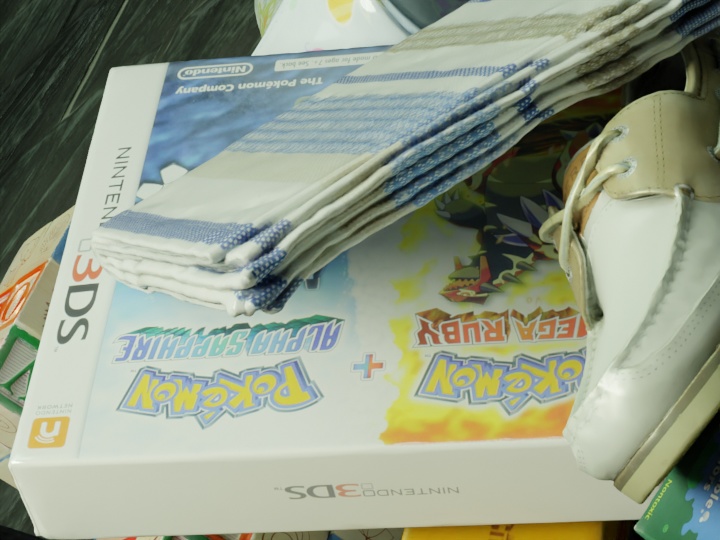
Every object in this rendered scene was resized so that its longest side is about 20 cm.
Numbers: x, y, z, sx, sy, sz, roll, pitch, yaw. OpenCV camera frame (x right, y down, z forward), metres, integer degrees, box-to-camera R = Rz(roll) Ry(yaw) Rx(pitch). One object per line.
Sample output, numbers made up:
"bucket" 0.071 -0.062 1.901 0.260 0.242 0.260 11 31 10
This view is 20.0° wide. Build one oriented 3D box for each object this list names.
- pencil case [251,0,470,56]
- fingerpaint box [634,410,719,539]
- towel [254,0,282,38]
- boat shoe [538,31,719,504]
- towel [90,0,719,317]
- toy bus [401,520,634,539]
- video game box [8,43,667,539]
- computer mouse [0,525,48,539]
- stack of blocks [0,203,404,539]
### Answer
"pencil case" -0.027 -0.044 0.801 0.200 0.091 0.083 -52 17 30
"fingerpaint box" 0.176 0.017 0.495 0.200 0.073 0.167 -56 18 -2
"towel" 0.019 -0.162 0.905 0.200 0.048 0.171 -55 18 19
"boat shoe" 0.085 -0.008 0.571 0.075 0.068 0.200 -55 -1 32
"towel" 0.018 -0.048 0.617 0.200 0.024 0.147 -33 16 -18
"toy bus" 0.046 0.109 0.637 0.065 0.078 0.200 4 48 16
"video game box" 0.000 0.000 0.665 0.199 0.047 0.183 -4 49 11
"computer mouse" -0.137 0.151 0.867 0.139 0.199 0.053 -82 13 -67
"stack of blocks" -0.059 0.081 0.761 0.059 0.200 0.115 -27 32 53
